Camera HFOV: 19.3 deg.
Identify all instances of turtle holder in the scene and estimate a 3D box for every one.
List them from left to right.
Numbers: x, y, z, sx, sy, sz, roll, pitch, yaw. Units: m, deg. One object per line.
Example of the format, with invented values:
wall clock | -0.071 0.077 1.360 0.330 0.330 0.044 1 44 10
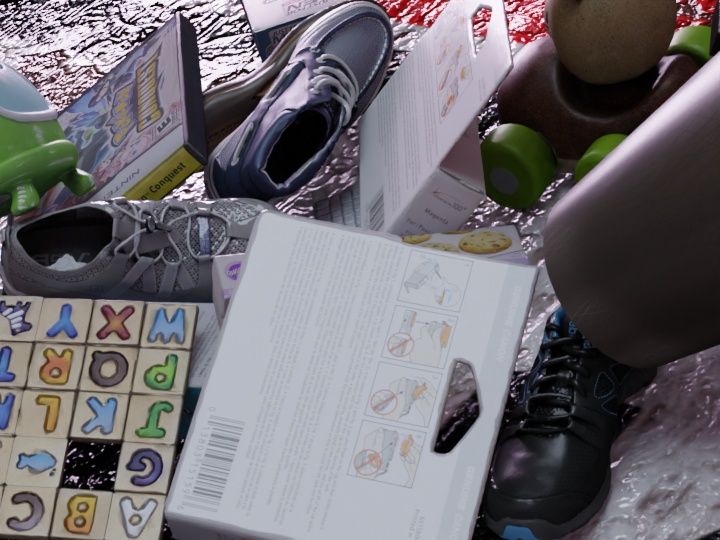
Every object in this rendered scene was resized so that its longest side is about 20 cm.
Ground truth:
turtle holder | -0.263 -0.089 1.470 0.141 0.132 0.185 -30 0 42

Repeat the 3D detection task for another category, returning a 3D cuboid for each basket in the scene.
basket | 0.204 -0.039 1.145 0.200 0.135 0.181 -35 46 43

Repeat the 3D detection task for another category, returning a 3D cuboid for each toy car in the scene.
toy car | 0.151 -0.164 1.412 0.157 0.201 0.164 8 42 33

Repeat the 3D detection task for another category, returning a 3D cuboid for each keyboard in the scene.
keyboard | 0.000 0.000 1.423 0.056 0.011 0.200 -15 34 5

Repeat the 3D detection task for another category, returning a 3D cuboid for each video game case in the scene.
video game case | -0.188 -0.083 1.547 0.180 0.025 0.200 -38 30 17

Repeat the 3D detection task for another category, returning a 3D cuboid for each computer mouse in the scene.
computer mouse | -0.214 0.140 1.273 0.058 0.034 0.201 -9 49 9

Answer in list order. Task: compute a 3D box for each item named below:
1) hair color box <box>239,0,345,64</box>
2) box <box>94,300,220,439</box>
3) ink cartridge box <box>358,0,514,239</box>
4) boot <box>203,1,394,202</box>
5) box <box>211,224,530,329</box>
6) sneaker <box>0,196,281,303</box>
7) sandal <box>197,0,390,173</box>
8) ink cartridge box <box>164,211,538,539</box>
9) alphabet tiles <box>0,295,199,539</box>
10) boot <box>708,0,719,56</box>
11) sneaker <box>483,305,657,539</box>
hair color box | -0.049 -0.227 1.716 0.099 0.061 0.200 -19 34 0
box | -0.149 0.064 1.368 0.199 0.049 0.082 1 39 26
ink cartridge box | 0.061 -0.106 1.416 0.174 0.043 0.200 -51 20 26
boot | -0.025 -0.118 1.498 0.200 0.073 0.090 -54 20 -22
box | 0.007 0.007 1.332 0.199 0.039 0.042 -6 43 -11
sneaker | -0.146 -0.013 1.416 0.199 0.082 0.075 -10 70 -3
sandal | -0.053 -0.128 1.570 0.199 0.082 0.055 -32 54 -21
ink cartridge box | -0.002 0.074 1.222 0.172 0.044 0.201 12 65 11
alphabet tiles | -0.207 0.087 1.290 0.199 0.008 0.168 3 57 6
boot | 0.295 -0.099 1.368 0.145 0.070 0.201 10 73 0
sneaker | 0.115 0.069 1.210 0.073 0.082 0.200 4 42 25
